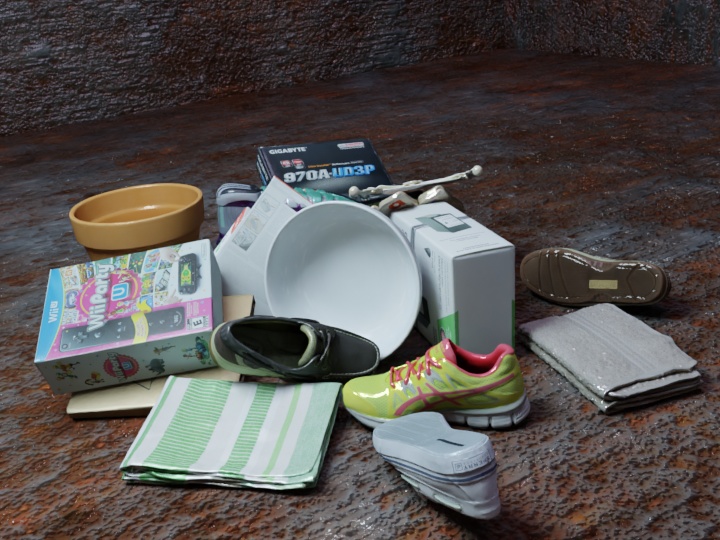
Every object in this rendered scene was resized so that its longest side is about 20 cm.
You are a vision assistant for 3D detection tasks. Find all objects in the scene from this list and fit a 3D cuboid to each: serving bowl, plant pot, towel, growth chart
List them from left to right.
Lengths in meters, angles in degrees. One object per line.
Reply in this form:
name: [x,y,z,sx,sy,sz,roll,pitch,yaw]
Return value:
plant pot: [-0.331,-0.040,1.230,0.197,0.142,0.200,-5,23,2]
towel: [-0.128,0.161,0.818,0.197,0.024,0.153,0,32,10]
serving bowl: [-0.015,0.012,0.966,0.198,0.203,0.066,3,14,19]
growth chart: [0.075,-0.119,1.107,0.197,0.018,0.145,-10,4,-6]
towel: [0.280,0.092,0.912,0.131,0.035,0.200,-11,23,-16]

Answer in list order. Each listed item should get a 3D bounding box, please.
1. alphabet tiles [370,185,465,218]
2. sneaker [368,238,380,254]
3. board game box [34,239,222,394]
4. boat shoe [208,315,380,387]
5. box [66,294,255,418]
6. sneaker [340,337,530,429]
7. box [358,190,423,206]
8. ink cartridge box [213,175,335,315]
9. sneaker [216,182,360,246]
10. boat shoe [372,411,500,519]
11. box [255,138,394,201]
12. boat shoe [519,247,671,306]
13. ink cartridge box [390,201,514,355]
alphabet tiles: [0.046,-0.056,1.121,0.199,0.015,0.195,-27,-23,20]
sneaker: [0.000,0.000,1.069,0.078,0.076,0.200,-23,-16,-19]
board game box: [-0.265,0.052,0.937,0.197,0.065,0.149,-11,46,-1]
boat shoe: [-0.064,0.089,0.878,0.198,0.073,0.066,10,-19,-21]
box: [-0.231,0.099,0.946,0.197,0.021,0.165,-3,46,5]
sneaker: [0.075,0.112,0.835,0.197,0.091,0.078,-4,23,6]
box: [-0.010,-0.051,1.193,0.198,0.052,0.158,-13,-16,-15]
ink cartridge box: [-0.124,-0.019,1.028,0.108,0.201,0.050,35,17,-13]
sneaker: [-0.096,-0.065,1.076,0.197,0.089,0.074,5,15,-7]
boat shoe: [0.062,0.176,0.715,0.073,0.068,0.200,-16,2,-14]
box: [-0.050,-0.134,1.265,0.198,0.046,0.160,-8,53,-23]
boat shoe: [0.314,0.015,1.068,0.201,0.076,0.074,12,4,39]
ink cartridge box: [0.111,0.012,0.997,0.083,0.148,0.200,-11,22,-15]
